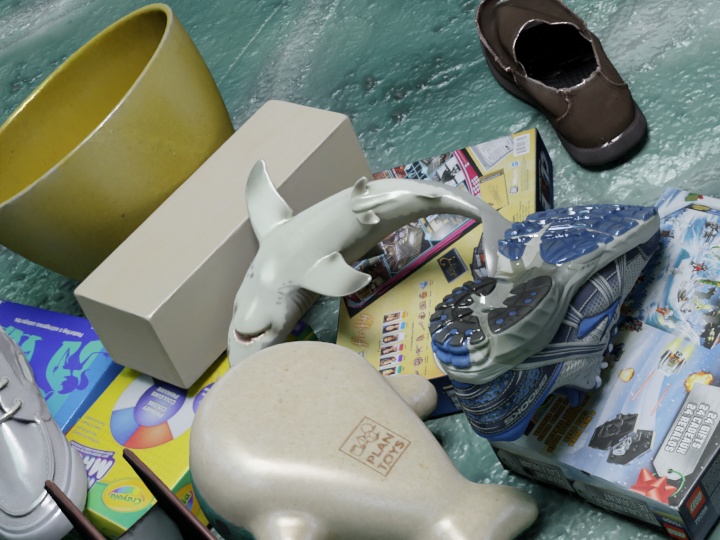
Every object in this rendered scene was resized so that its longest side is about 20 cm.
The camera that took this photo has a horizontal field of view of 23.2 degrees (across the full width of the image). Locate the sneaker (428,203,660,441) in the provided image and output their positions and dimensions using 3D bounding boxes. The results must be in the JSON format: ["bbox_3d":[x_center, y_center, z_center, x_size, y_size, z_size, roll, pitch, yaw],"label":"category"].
[{"bbox_3d":[0.106,0.026,0.965,0.077,0.086,0.200,5,29,39],"label":"sneaker"}]

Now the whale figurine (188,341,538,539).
[{"bbox_3d":[-0.002,0.126,0.989,0.199,0.104,0.159,24,49,19],"label":"whale figurine"}]

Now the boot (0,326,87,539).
[{"bbox_3d":[-0.236,0.085,1.091,0.073,0.096,0.200,-36,39,-4],"label":"boot"}]

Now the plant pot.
[{"bbox_3d":[-0.158,-0.063,1.212,0.200,0.142,0.200,-35,25,19],"label":"plant pot"}]

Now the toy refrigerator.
[{"bbox_3d":[-0.083,-0.019,1.130,0.076,0.070,0.200,15,52,40],"label":"toy refrigerator"}]

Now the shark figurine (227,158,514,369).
[{"bbox_3d":[0.014,-0.018,1.071,0.213,0.089,0.129,-19,68,20],"label":"shark figurine"}]

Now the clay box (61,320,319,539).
[{"bbox_3d":[-0.121,0.106,1.105,0.115,0.048,0.200,16,57,43],"label":"clay box"}]

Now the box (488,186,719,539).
[{"bbox_3d":[0.180,0.047,0.981,0.136,0.040,0.200,18,60,44],"label":"box"}]

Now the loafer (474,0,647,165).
[{"bbox_3d":[0.132,-0.151,1.193,0.073,0.071,0.200,-33,39,-2],"label":"loafer"}]

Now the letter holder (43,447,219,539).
[{"bbox_3d":[-0.101,0.181,0.905,0.100,0.142,0.200,-40,54,-14],"label":"letter holder"}]

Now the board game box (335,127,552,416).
[{"bbox_3d":[0.054,0.004,1.110,0.135,0.035,0.201,-14,43,20],"label":"board game box"}]

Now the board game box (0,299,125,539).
[{"bbox_3d":[-0.247,0.116,1.177,0.151,0.045,0.201,9,55,38],"label":"board game box"}]
